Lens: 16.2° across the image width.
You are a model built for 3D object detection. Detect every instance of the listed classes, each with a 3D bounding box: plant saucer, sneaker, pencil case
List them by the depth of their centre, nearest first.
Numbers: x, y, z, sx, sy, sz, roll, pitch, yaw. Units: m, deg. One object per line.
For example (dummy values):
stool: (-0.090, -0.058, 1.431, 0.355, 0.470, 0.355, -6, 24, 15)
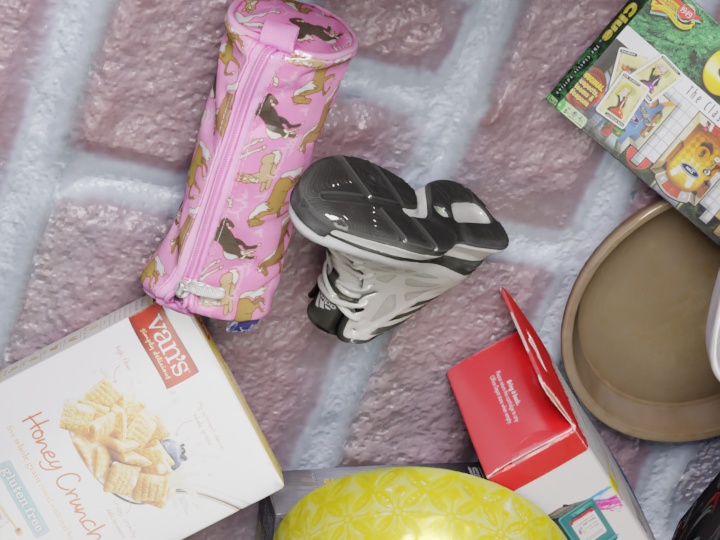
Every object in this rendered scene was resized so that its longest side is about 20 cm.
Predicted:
pencil case: (-0.065, -0.064, 1.471, 0.083, 0.087, 0.201, 7, 119, -25)
sneaker: (0.000, 0.000, 1.505, 0.115, 0.076, 0.200, -46, 154, 20)
plant saucer: (0.223, 0.024, 1.649, 0.199, 0.029, 0.201, -7, 123, -11)

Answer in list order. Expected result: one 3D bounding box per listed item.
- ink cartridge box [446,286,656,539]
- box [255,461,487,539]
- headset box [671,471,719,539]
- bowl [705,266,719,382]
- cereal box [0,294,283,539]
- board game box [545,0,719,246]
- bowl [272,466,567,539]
ink cartridge box: (0.121, 0.120, 1.627, 0.067, 0.116, 0.200, -30, 124, 7)
box: (0.005, 0.224, 1.703, 0.158, 0.048, 0.201, -2, 122, -13)
headset box: (0.261, 0.178, 1.642, 0.075, 0.149, 0.200, 30, 138, 0)
bowl: (0.315, -0.006, 1.551, 0.199, 0.075, 0.200, 13, 108, -13)
cereal box: (-0.166, 0.114, 1.560, 0.200, 0.040, 0.144, -28, 103, 3)
board game box: (0.219, -0.085, 1.558, 0.200, 0.023, 0.105, 37, 96, -24)
bowl: (0.035, 0.228, 1.580, 0.199, 0.108, 0.201, 4, 133, 5)
